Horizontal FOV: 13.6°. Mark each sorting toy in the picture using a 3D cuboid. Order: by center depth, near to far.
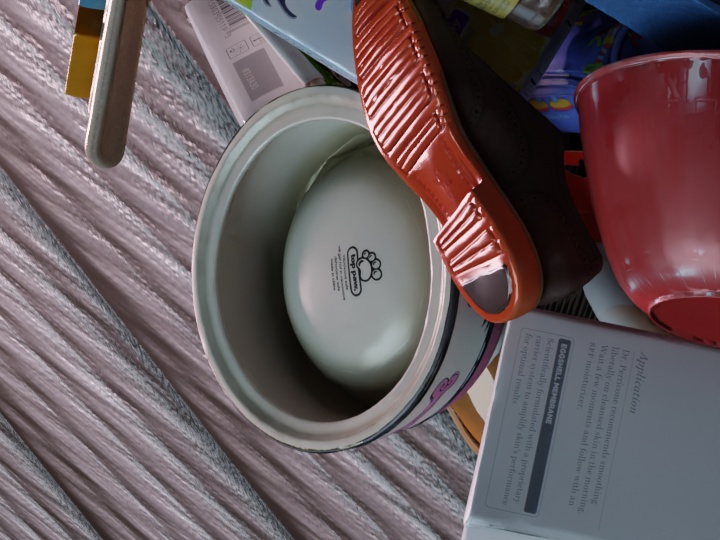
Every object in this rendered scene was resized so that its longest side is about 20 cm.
[{"bbox_3d":[-0.133,-0.185,1.641,0.036,0.186,0.201,7,142,-2],"label":"sorting toy"}]

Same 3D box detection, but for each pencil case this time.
[{"bbox_3d":[0.109,-0.106,1.656,0.200,0.087,0.079,5,110,56],"label":"pencil case"}]

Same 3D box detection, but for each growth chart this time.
[{"bbox_3d":[-0.031,-0.138,1.780,0.145,0.018,0.200,47,-168,7],"label":"growth chart"}]

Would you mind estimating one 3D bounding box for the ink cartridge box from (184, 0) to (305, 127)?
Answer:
[{"bbox_3d":[-0.035,-0.061,1.828,0.201,0.050,0.161,63,179,-35],"label":"ink cartridge box"}]

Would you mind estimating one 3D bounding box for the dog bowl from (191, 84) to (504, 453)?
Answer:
[{"bbox_3d":[0.000,0.000,1.659,0.199,0.074,0.202,-2,88,43],"label":"dog bowl"}]

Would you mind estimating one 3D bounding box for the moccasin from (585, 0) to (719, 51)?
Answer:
[{"bbox_3d":[0.183,-0.138,1.490,0.200,0.068,0.080,34,149,-20],"label":"moccasin"}]

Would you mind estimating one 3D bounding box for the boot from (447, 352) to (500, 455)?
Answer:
[{"bbox_3d":[0.075,0.028,1.770,0.200,0.077,0.156,36,151,35],"label":"boot"}]

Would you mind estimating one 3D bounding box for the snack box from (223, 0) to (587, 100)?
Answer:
[{"bbox_3d":[0.019,-0.169,1.588,0.199,0.143,0.053,32,-179,8],"label":"snack box"}]

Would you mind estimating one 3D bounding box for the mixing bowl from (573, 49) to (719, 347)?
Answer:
[{"bbox_3d":[0.197,-0.024,1.494,0.199,0.109,0.200,9,164,3],"label":"mixing bowl"}]

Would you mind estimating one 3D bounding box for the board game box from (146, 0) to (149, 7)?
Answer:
[{"bbox_3d":[-0.095,-0.250,1.653,0.030,0.201,0.096,9,153,-1],"label":"board game box"}]

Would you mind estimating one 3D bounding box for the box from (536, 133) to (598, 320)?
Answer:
[{"bbox_3d":[0.098,-0.014,1.832,0.068,0.082,0.201,26,151,39],"label":"box"}]

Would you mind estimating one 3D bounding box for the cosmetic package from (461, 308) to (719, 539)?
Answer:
[{"bbox_3d":[0.163,0.106,1.621,0.199,0.124,0.199,13,172,3],"label":"cosmetic package"}]

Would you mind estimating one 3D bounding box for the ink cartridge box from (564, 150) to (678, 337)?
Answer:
[{"bbox_3d":[0.177,0.004,1.704,0.200,0.050,0.162,36,164,-30],"label":"ink cartridge box"}]

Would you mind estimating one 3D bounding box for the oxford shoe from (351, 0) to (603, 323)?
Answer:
[{"bbox_3d":[0.057,-0.071,1.532,0.071,0.072,0.201,-41,70,56],"label":"oxford shoe"}]

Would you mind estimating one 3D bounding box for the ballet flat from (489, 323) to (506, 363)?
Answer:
[{"bbox_3d":[0.016,0.058,1.743,0.070,0.069,0.200,48,143,-7],"label":"ballet flat"}]

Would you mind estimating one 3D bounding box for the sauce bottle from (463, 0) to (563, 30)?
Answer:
[{"bbox_3d":[0.014,-0.188,1.505,0.199,0.065,0.065,26,159,-10],"label":"sauce bottle"}]
